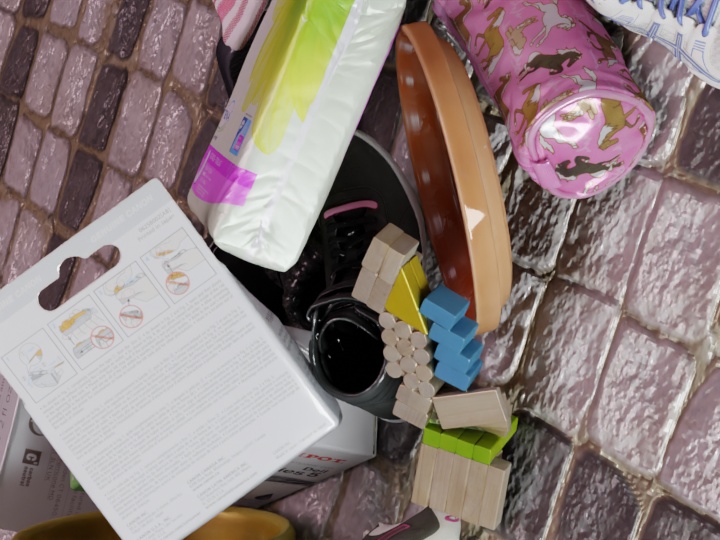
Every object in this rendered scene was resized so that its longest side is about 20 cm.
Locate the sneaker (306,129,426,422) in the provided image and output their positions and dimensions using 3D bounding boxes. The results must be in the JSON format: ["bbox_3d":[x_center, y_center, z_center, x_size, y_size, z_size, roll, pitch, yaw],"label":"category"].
[{"bbox_3d":[0.000,0.000,1.524,0.070,0.099,0.201,-12,83,18],"label":"sneaker"}]

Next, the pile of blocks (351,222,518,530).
[{"bbox_3d":[0.058,0.058,1.441,0.082,0.062,0.201,-6,111,30],"label":"pile of blocks"}]

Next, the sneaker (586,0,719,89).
[{"bbox_3d":[0.176,-0.157,1.343,0.200,0.088,0.076,33,105,58],"label":"sneaker"}]

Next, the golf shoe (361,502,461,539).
[{"bbox_3d":[0.008,0.217,1.515,0.200,0.077,0.088,-36,26,49],"label":"golf shoe"}]

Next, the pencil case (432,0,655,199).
[{"bbox_3d":[0.112,-0.131,1.449,0.087,0.082,0.200,-58,35,26],"label":"pencil case"}]

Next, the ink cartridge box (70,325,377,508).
[{"bbox_3d":[-0.099,0.105,1.652,0.200,0.145,0.084,-29,55,53],"label":"ink cartridge box"}]

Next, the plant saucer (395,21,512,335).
[{"bbox_3d":[0.061,-0.060,1.471,0.200,0.032,0.201,166,90,-85],"label":"plant saucer"}]

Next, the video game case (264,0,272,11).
[{"bbox_3d":[-0.049,-0.287,1.653,0.182,0.023,0.201,-30,63,52],"label":"video game case"}]

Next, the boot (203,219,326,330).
[{"bbox_3d":[-0.051,0.008,1.677,0.212,0.079,0.158,-61,33,24],"label":"boot"}]

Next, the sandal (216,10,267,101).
[{"bbox_3d":[-0.070,-0.116,1.709,0.043,0.076,0.201,52,155,37],"label":"sandal"}]

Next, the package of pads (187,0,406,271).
[{"bbox_3d":[-0.043,-0.109,1.521,0.201,0.068,0.155,-66,12,4],"label":"package of pads"}]

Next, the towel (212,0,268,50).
[{"bbox_3d":[-0.082,-0.265,1.625,0.147,0.030,0.200,-63,29,32],"label":"towel"}]

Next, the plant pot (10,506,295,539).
[{"bbox_3d":[-0.142,0.274,1.625,0.200,0.200,0.190,6,99,60],"label":"plant pot"}]

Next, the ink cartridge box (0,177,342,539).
[{"bbox_3d":[-0.132,0.063,1.499,0.162,0.200,0.057,-35,5,5],"label":"ink cartridge box"}]

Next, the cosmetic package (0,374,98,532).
[{"bbox_3d":[-0.243,0.123,1.875,0.200,0.164,0.166,11,87,61],"label":"cosmetic package"}]
